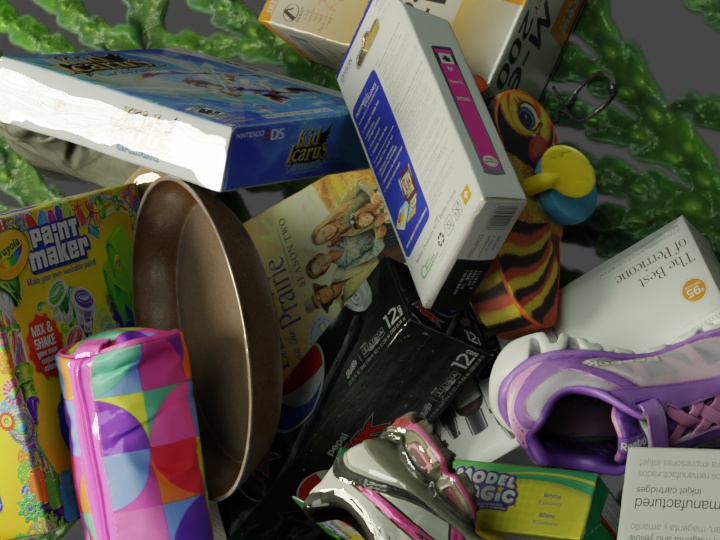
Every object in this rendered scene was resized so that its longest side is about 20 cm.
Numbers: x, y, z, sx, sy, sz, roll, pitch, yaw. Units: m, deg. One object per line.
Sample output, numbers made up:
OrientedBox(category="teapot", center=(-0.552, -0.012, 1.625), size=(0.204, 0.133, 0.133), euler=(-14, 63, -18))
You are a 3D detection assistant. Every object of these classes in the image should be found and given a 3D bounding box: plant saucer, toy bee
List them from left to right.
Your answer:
OrientedBox(category="plant saucer", center=(-0.092, 0.040, 1.396), size=(0.034, 0.201, 0.201), euler=(-8, 56, -23))
OrientedBox(category="toy bee", center=(0.086, -0.063, 1.407), size=(0.131, 0.108, 0.201), euler=(-37, 33, 27))

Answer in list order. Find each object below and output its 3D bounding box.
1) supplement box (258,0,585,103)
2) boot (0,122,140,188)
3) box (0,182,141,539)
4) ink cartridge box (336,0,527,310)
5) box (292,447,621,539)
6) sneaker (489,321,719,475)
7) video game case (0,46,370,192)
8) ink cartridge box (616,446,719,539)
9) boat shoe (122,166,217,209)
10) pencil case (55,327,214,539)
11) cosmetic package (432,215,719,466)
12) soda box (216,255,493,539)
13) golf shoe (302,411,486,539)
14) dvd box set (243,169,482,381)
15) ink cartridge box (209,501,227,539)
OrientedBox(category="supplement box", center=(0.045, -0.188, 1.530), size=(0.199, 0.073, 0.127), euler=(19, 81, 33))
OrientedBox(category="boot", center=(-0.195, -0.100, 1.596), size=(0.199, 0.131, 0.068), euler=(8, 74, 31))
OrientedBox(category="box", center=(-0.220, 0.060, 1.464), size=(0.121, 0.200, 0.194), euler=(-12, 95, 26))
OrientedBox(category="ink cartridge box", center=(0.039, -0.081, 1.378), size=(0.095, 0.037, 0.201), euler=(-62, 38, 41))
OrientedBox(category="box", center=(0.066, 0.156, 1.352), size=(0.199, 0.117, 0.049), euler=(1, 59, 29))
OrientedBox(category="sneaker", center=(0.173, 0.081, 1.307), size=(0.198, 0.089, 0.081), euler=(-4, 109, 5))
OrientedBox(category="video game case", center=(-0.104, -0.102, 1.459), size=(0.180, 0.200, 0.046), euler=(17, 105, 27))
OrientedBox(category="ink cartridge box", center=(0.221, 0.212, 1.226), size=(0.144, 0.144, 0.202), euler=(-1, 71, 29))
OrientedBox(category="boat shoe", center=(-0.167, 0.000, 1.582), size=(0.200, 0.065, 0.072), euler=(-49, 67, 27))
OrientedBox(category="pencil case", center=(-0.133, 0.135, 1.379), size=(0.088, 0.088, 0.202), euler=(-9, 90, 26))
OrientedBox(category="cosmetic package", center=(0.136, 0.055, 1.394), size=(0.199, 0.051, 0.083), euler=(-32, 59, 15))
OrientedBox(category="soda box", center=(-0.010, 0.090, 1.407), size=(0.200, 0.070, 0.064), euler=(-51, 35, 23))
OrientedBox(category="golf shoe", center=(0.049, 0.178, 1.236), size=(0.092, 0.073, 0.200), euler=(-32, 66, -11))
OrientedBox(category="dvd box set", center=(0.000, 0.000, 1.506), size=(0.199, 0.029, 0.147), euler=(-28, 59, 17))
OrientedBox(category="ink cartridge box", center=(-0.129, 0.221, 1.465), size=(0.200, 0.051, 0.109), euler=(-38, 51, -26))
